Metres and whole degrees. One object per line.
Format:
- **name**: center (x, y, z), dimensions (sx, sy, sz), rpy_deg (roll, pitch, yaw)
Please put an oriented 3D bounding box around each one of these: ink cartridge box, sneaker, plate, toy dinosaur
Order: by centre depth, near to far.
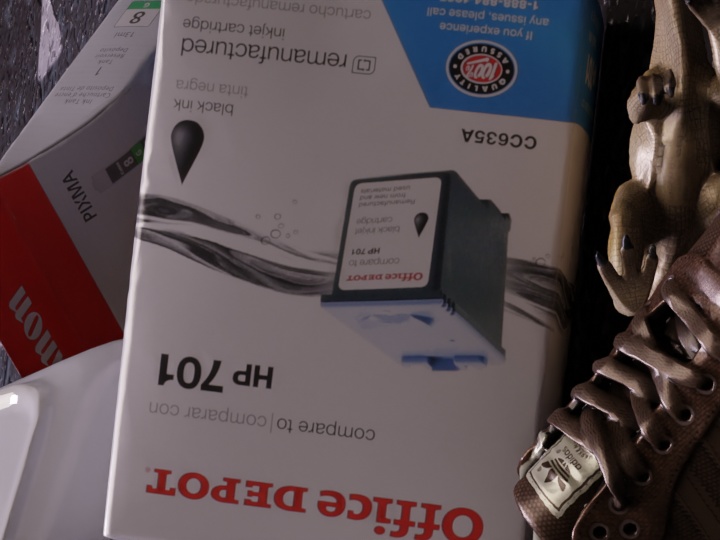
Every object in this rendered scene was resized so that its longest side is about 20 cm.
- **sneaker**: center (0.086, 0.054, 0.624), dimensions (0.070, 0.075, 0.200), rpy_deg (54, 137, 48)
- **toy dinosaur**: center (0.097, -0.020, 0.692), dimensions (0.101, 0.058, 0.201), rpy_deg (-89, 1, -73)
- **ink cartridge box**: center (0.000, 0.000, 0.771), dimensions (0.086, 0.146, 0.201), rpy_deg (25, -109, -82)
- **plate**: center (-0.168, 0.120, 0.818), dimensions (0.200, 0.032, 0.200), rpy_deg (-21, 40, 33)
- **ink cartridge box**: center (-0.095, 0.000, 0.966), dimensions (0.200, 0.050, 0.161), rpy_deg (-62, -40, -39)
